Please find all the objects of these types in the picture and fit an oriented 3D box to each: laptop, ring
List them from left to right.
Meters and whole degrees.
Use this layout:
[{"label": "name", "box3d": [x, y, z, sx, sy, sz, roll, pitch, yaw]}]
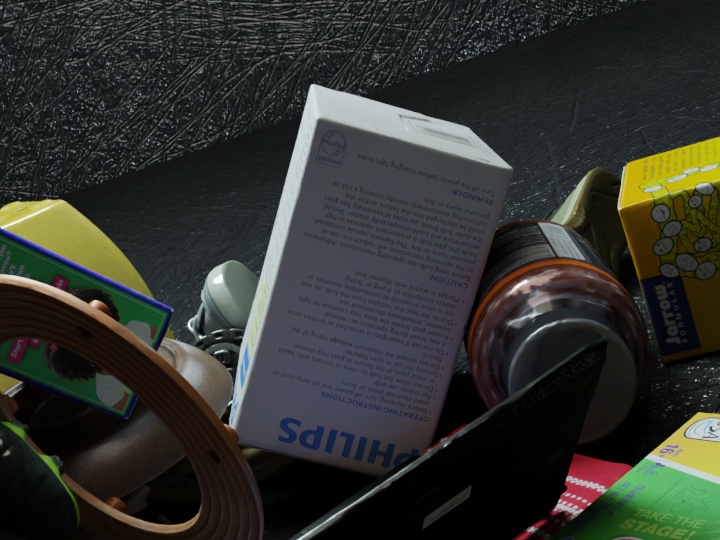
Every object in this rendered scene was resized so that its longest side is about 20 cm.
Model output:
[{"label": "ring", "box3d": [-0.130, 0.079, 0.649, 0.199, 0.202, 0.019, -7, 34, 42]}, {"label": "laptop", "box3d": [0.005, 0.106, 0.606, 0.176, 0.202, 0.103, -30, 56, -28]}]

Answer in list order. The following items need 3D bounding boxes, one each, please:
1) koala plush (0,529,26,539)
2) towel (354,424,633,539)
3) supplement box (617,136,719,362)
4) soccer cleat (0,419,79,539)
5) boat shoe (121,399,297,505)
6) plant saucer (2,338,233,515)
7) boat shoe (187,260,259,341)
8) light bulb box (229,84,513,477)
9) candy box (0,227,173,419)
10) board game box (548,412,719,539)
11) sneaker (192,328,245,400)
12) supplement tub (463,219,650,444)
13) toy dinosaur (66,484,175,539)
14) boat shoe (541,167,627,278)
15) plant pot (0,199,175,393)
[{"label": "koala plush", "box3d": [-0.260, 0.185, 0.659, 0.197, 0.187, 0.178, -4, 18, 8]}, {"label": "towel", "box3d": [0.034, 0.145, 0.671, 0.199, 0.023, 0.144, -30, 19, -29]}, {"label": "supplement box", "box3d": [0.275, -0.031, 0.822, 0.197, 0.110, 0.110, -15, 14, 19]}, {"label": "soccer cleat", "box3d": [-0.238, 0.096, 0.668, 0.198, 0.068, 0.081, 28, 44, 12]}, {"label": "boat shoe", "box3d": [-0.126, 0.121, 0.895, 0.197, 0.063, 0.073, -15, 14, 20]}, {"label": "plant saucer", "box3d": [-0.177, 0.094, 0.815, 0.197, 0.032, 0.201, -17, 21, 7]}, {"label": "boat shoe", "box3d": [-0.100, 0.048, 1.050, 0.071, 0.071, 0.201, -30, -14, 4]}, {"label": "light bulb box", "box3d": [0.000, 0.000, 0.837, 0.123, 0.203, 0.198, 14, 13, -6]}, {"label": "candy box", "box3d": [-0.237, 0.008, 0.755, 0.168, 0.199, 0.078, 10, 77, 54]}, {"label": "board game box", "box3d": [0.183, 0.117, 0.528, 0.152, 0.041, 0.199, -30, 17, -35]}, {"label": "sneaker", "box3d": [-0.125, 0.092, 0.989, 0.197, 0.077, 0.091, -5, -12, 6]}, {"label": "supplement tub", "box3d": [0.114, 0.038, 0.780, 0.105, 0.108, 0.200, -18, 13, 5]}, {"label": "toy dinosaur", "box3d": [-0.162, 0.177, 0.791, 0.101, 0.059, 0.199, -42, 17, -18]}, {"label": "boat shoe", "box3d": [0.156, -0.002, 0.985, 0.066, 0.072, 0.201, -46, 6, 44]}, {"label": "plant pot", "box3d": [-0.282, 0.052, 1.087, 0.193, 0.203, 0.195, -27, 16, -29]}]
